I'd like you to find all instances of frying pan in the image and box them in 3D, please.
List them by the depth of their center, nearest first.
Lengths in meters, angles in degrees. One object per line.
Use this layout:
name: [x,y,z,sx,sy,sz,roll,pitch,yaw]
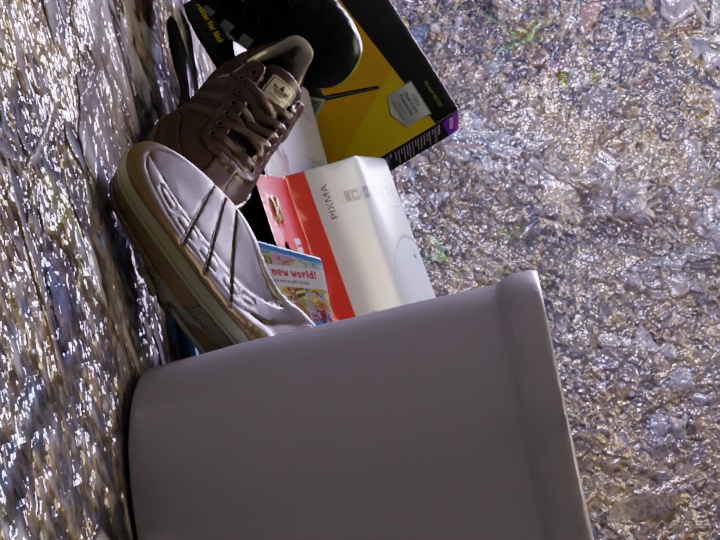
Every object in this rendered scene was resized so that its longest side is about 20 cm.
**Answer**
frying pan: [-0.110,-0.077,0.991,0.115,0.031,0.192,-39,108,-85]

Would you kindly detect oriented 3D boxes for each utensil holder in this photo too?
utensil holder: [0.007,0.105,0.731,0.170,0.197,0.172,-13,90,-84]

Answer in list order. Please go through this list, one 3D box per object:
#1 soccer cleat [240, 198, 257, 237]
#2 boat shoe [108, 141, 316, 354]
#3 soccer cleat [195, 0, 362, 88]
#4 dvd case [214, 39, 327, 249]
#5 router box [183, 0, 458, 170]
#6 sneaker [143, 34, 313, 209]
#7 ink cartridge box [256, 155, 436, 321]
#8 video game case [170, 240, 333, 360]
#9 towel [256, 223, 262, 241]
soccer cleat: [-0.093,-0.058,1.176,0.084,0.065,0.200,47,-6,23]
boat shoe: [-0.077,0.021,0.814,0.201,0.063,0.074,52,28,-30]
soccer cleat: [-0.080,-0.187,1.043,0.200,0.068,0.081,40,14,32]
dvd case: [-0.047,-0.057,1.104,0.142,0.017,0.203,22,51,-68]
router box: [-0.032,-0.164,1.230,0.201,0.148,0.051,58,-4,16]
sneaker: [-0.076,-0.093,0.928,0.070,0.075,0.201,43,26,-17]
ink cartridge box: [0.000,0.000,1.074,0.200,0.047,0.162,-8,78,-74]
video game case: [-0.054,0.077,0.905,0.142,0.018,0.203,15,58,-52]
towel: [-0.023,0.066,1.155,0.147,0.049,0.202,29,41,-65]
